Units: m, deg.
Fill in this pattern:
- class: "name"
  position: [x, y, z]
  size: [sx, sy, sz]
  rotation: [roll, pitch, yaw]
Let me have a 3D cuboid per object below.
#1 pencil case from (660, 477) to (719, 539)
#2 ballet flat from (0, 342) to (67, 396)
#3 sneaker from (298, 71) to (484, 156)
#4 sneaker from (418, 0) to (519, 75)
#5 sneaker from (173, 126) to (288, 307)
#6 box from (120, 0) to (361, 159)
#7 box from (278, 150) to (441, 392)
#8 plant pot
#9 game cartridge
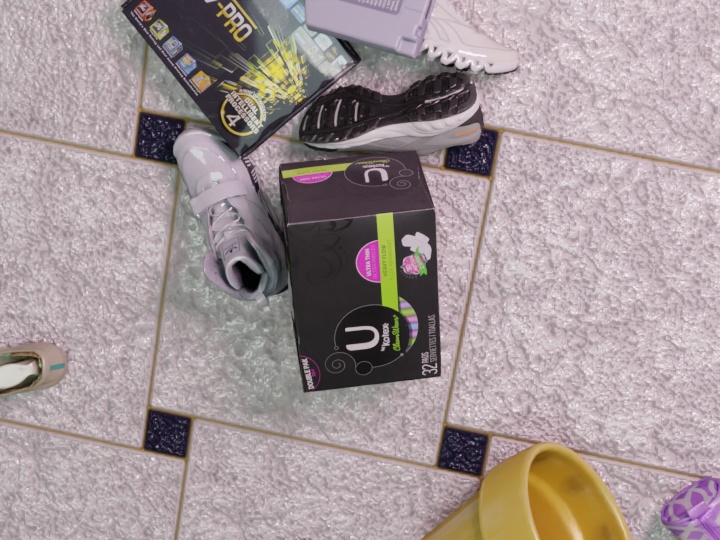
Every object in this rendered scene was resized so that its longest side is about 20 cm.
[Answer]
- class: "pencil case"
  position: [0.400, 0.316, 1.690]
  size: [0.084, 0.086, 0.200]
  rotation: [-36, 97, 14]
- class: "ballet flat"
  position: [-0.423, 0.117, 1.756]
  size: [0.199, 0.070, 0.070]
  rotation: [-12, 104, 11]
- class: "sneaker"
  position: [0.031, -0.144, 1.617]
  size: [0.199, 0.074, 0.079]
  rotation: [-4, 146, 21]
- class: "sneaker"
  position: [0.069, -0.251, 1.584]
  size: [0.199, 0.075, 0.082]
  rotation: [21, 98, 0]
- class: "sneaker"
  position: [-0.135, -0.053, 1.642]
  size: [0.075, 0.115, 0.201]
  rotation: [-28, 100, 14]
- class: "box"
  position: [-0.121, -0.240, 1.620]
  size: [0.161, 0.049, 0.200]
  rotation: [-37, 95, 14]
- class: "box"
  position: [0.000, 0.000, 1.595]
  size: [0.147, 0.125, 0.201]
  rotation: [-7, 123, -4]
- class: "plant pot"
  position: [0.161, 0.308, 1.673]
  size: [0.188, 0.201, 0.201]
  rotation: [-31, 100, 29]
- class: "game cartridge"
  position: [0.021, -0.317, 1.550]
  size: [0.132, 0.041, 0.201]
  rotation: [18, 87, 8]
